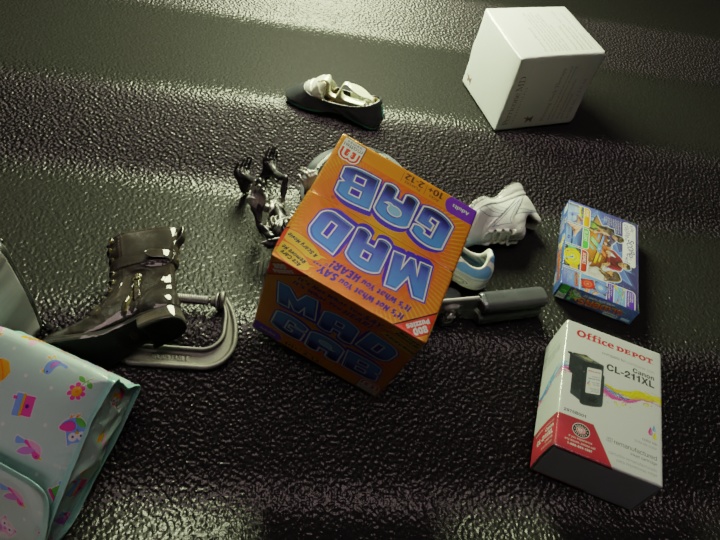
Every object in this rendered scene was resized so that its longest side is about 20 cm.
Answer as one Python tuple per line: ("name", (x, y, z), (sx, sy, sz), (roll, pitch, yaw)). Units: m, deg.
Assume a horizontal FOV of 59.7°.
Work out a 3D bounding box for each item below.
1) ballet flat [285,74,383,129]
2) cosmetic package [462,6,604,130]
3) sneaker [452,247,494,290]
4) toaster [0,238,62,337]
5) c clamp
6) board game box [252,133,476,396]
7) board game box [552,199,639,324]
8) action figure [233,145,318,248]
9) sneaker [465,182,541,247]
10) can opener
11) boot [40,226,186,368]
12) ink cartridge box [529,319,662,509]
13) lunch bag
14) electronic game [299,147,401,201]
("ballet flat", (-0.046, -0.330, 1.182), (0.195, 0.074, 0.074), (19, 50, 3))
("cosmetic package", (0.342, -0.410, 1.268), (0.194, 0.169, 0.169), (-10, 55, -19))
("sneaker", (0.113, -0.029, 0.970), (0.194, 0.074, 0.072), (16, 27, -5))
("toaster", (-0.479, 0.035, 0.726), (0.195, 0.183, 0.121), (19, 53, 5))
("c clamp", (-0.258, 0.055, 0.855), (0.194, 0.027, 0.174), (10, 51, -4))
("board game box", (0.000, 0.000, 0.811), (0.196, 0.201, 0.203), (28, 59, -1))
("board game box", (0.400, -0.020, 1.057), (0.132, 0.035, 0.203), (20, 51, 3))
("action figure", (-0.125, -0.108, 0.968), (0.116, 0.104, 0.201), (-19, 55, -27))
("sneaker", (0.229, -0.080, 1.046), (0.197, 0.075, 0.088), (-28, 67, -29))
("can opener", (0.185, 0.042, 0.950), (0.194, 0.054, 0.068), (-5, 54, -18))
("boot", (-0.318, 0.027, 0.823), (0.194, 0.070, 0.177), (-14, 53, -11))
("ink cartridge box", (0.319, 0.187, 0.845), (0.142, 0.084, 0.203), (19, 51, 4))
("lunch bag", (-0.361, 0.183, 0.669), (0.166, 0.122, 0.205), (23, 75, 2))
("electronic game", (-0.004, -0.129, 1.048), (0.193, 0.042, 0.205), (3, 59, -5))
